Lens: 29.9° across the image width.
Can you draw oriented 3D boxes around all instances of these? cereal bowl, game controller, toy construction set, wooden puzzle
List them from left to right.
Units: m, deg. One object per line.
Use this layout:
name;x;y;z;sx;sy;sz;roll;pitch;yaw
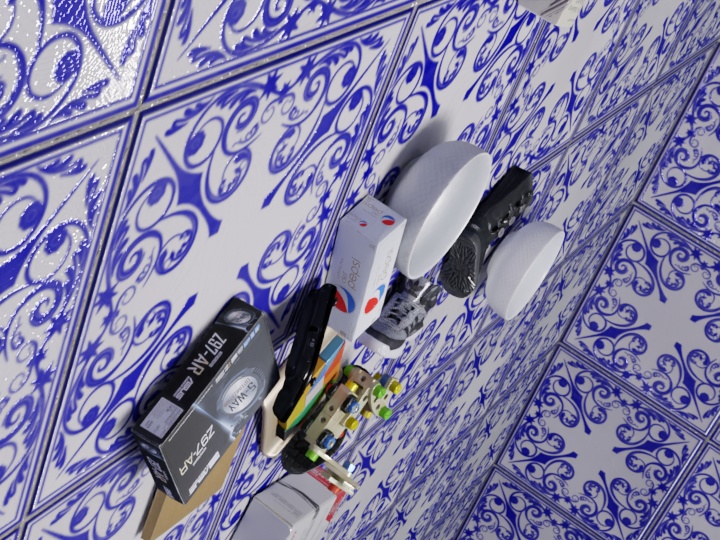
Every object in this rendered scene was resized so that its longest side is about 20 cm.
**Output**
game controller;-0.069;0.102;1.702;0.201;0.042;0.105;-75;-177;-54
wooden puzzle;-0.076;0.165;1.915;0.185;0.037;0.200;-49;162;-24
toy construction set;-0.019;0.228;1.991;0.201;0.092;0.131;-67;153;-13
cereal bowl;0.090;-0.093;1.829;0.200;0.083;0.200;-50;162;-23
cereal bowl;0.298;-0.011;2.546;0.200;0.083;0.200;-49;161;-23

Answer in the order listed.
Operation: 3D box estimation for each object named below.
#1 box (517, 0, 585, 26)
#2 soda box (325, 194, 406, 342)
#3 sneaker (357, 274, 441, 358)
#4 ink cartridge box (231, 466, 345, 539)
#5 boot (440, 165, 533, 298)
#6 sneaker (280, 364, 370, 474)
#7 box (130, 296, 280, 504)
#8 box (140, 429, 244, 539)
box;0.294;-0.432;1.808;0.082;0.068;0.201;-20;140;-63
soda box;0.000;0.000;1.781;0.068;0.063;0.201;-42;157;-38
sneaker;0.061;0.059;2.054;0.114;0.075;0.200;-63;168;19
ink cartridge box;-0.122;0.409;2.152;0.145;0.083;0.200;-62;164;20
boot;0.219;-0.065;2.299;0.200;0.065;0.165;-50;165;-35
sneaker;-0.049;0.244;2.083;0.200;0.076;0.088;-49;168;-24
box;-0.174;0.152;1.555;0.200;0.043;0.161;-53;157;-26
box;-0.202;0.237;1.717;0.163;0.021;0.201;-33;151;-54
